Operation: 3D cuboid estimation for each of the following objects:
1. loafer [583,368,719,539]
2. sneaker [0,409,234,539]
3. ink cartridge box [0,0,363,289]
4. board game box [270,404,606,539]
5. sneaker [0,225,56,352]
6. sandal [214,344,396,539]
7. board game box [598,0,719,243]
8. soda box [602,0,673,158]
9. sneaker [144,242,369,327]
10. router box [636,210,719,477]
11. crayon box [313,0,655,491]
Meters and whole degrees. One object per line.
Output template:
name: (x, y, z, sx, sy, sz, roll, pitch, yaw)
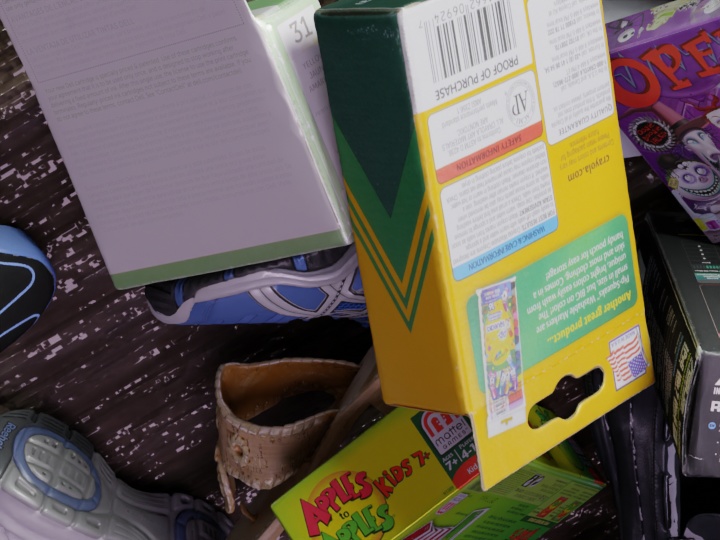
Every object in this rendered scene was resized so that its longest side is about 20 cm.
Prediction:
loafer: (0.164, 0.124, 1.131, 0.068, 0.070, 0.202, -24, 104, -44)
sneaker: (-0.124, 0.144, 1.128, 0.200, 0.075, 0.087, 38, 122, -24)
ink cartridge box: (-0.083, -0.097, 0.968, 0.145, 0.048, 0.201, -10, 108, 42)
board game box: (0.042, 0.104, 1.074, 0.101, 0.048, 0.200, -38, 162, 9)
sneaker: (-0.206, 0.051, 1.005, 0.199, 0.078, 0.070, -31, 136, -28)
sandal: (-0.032, 0.058, 1.060, 0.069, 0.078, 0.212, 37, 127, -10)
board game box: (0.199, -0.076, 0.955, 0.199, 0.032, 0.120, -15, 125, 43)
soda box: (0.043, -0.084, 1.037, 0.199, 0.064, 0.069, -8, 118, -9)
sneaker: (0.000, 0.000, 1.064, 0.199, 0.076, 0.077, -12, 121, 0)
router box: (0.230, 0.034, 1.027, 0.198, 0.150, 0.063, 3, 114, -3)
crayon box: (0.055, -0.027, 0.956, 0.125, 0.051, 0.201, -26, 113, -43)
